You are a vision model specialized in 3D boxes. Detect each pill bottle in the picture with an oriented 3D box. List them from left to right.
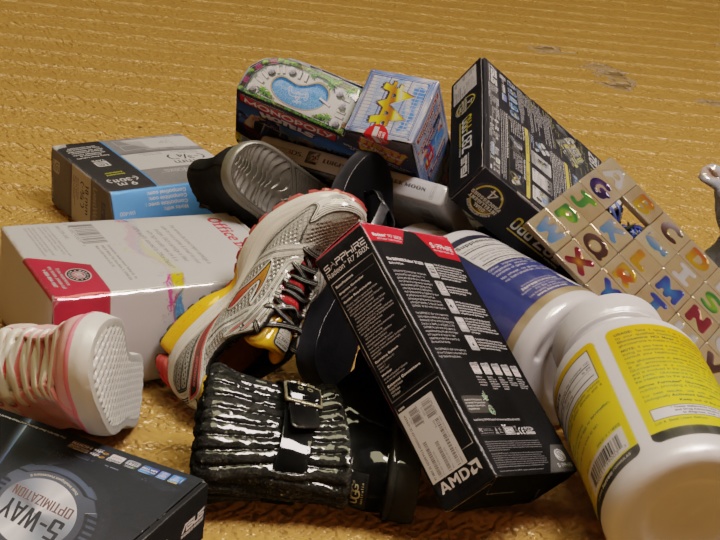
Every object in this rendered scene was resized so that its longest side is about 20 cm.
[{"bbox_3d":[0.101,0.034,1.214,0.111,0.112,0.200,-10,28,-36],"label":"pill bottle"},{"bbox_3d":[0.197,0.105,1.040,0.112,0.113,0.200,3,32,-11],"label":"pill bottle"}]

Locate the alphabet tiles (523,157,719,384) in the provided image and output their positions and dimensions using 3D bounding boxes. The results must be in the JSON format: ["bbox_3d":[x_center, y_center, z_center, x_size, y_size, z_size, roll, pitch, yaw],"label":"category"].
[{"bbox_3d":[0.240,0.005,1.239,0.200,0.008,0.167,46,39,7],"label":"alphabet tiles"}]

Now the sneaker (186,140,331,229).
[{"bbox_3d":[-0.057,-0.041,1.324,0.075,0.200,0.106,-53,23,-17],"label":"sneaker"}]

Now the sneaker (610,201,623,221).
[{"bbox_3d":[0.215,-0.043,1.471,0.115,0.081,0.199,-3,23,-17],"label":"sneaker"}]

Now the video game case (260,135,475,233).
[{"bbox_3d":[0.019,-0.051,1.357,0.181,0.023,0.200,17,-14,23],"label":"video game case"}]

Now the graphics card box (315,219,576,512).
[{"bbox_3d":[0.059,0.065,1.034,0.125,0.051,0.200,8,48,-58],"label":"graphics card box"}]

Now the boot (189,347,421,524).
[{"bbox_3d":[-0.036,0.096,1.068,0.157,0.080,0.211,7,23,-1],"label":"boot"}]

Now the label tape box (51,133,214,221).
[{"bbox_3d":[-0.186,-0.065,1.427,0.144,0.064,0.200,-9,27,-33],"label":"label tape box"}]

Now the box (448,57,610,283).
[{"bbox_3d":[0.149,-0.081,1.312,0.161,0.049,0.200,36,29,-19],"label":"box"}]

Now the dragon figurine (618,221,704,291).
[{"bbox_3d":[0.255,0.024,1.299,0.059,0.100,0.200,-3,25,-22],"label":"dragon figurine"}]

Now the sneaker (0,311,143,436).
[{"bbox_3d":[-0.207,0.070,1.013,0.104,0.076,0.200,7,-11,-1],"label":"sneaker"}]

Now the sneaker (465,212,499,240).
[{"bbox_3d":[0.068,-0.058,1.439,0.199,0.075,0.116,9,22,-28],"label":"sneaker"}]

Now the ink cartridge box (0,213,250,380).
[{"bbox_3d":[-0.171,0.020,1.200,0.199,0.086,0.148,-4,24,-28],"label":"ink cartridge box"}]

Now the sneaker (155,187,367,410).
[{"bbox_3d":[-0.061,0.028,1.120,0.078,0.200,0.082,37,4,-40],"label":"sneaker"}]

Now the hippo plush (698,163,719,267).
[{"bbox_3d":[0.374,-0.023,1.365,0.159,0.162,0.200,-1,24,-18],"label":"hippo plush"}]

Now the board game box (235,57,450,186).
[{"bbox_3d":[-0.004,-0.124,1.290,0.199,0.062,0.200,23,-14,-1],"label":"board game box"}]

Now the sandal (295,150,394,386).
[{"bbox_3d":[0.000,0.001,1.200,0.043,0.201,0.076,-1,-24,31],"label":"sandal"}]

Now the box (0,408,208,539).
[{"bbox_3d":[-0.218,0.151,0.929,0.199,0.044,0.160,16,24,20],"label":"box"}]
